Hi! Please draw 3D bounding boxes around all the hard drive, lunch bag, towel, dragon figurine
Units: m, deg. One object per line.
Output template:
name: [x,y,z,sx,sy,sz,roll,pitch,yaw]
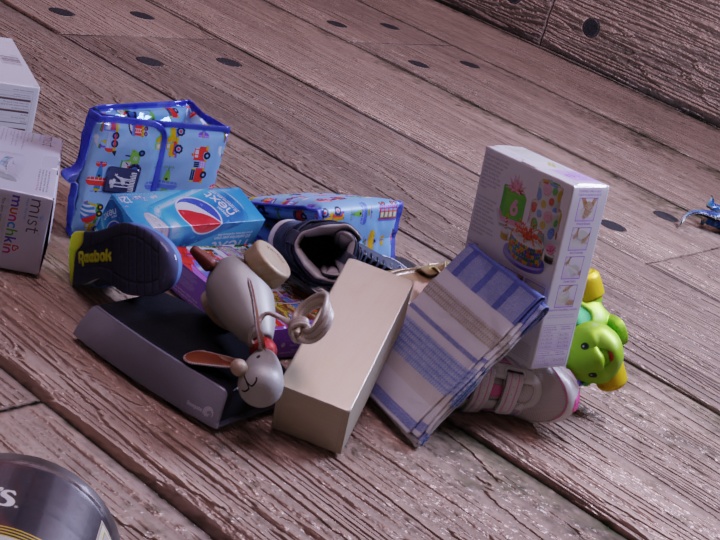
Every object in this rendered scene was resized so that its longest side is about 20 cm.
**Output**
hard drive: [-0.174,0.083,1.403,0.199,0.043,0.134,29,23,28]
lunch bag: [-0.071,-0.065,1.800,0.149,0.095,0.199,-7,22,-44]
towel: [0.088,0.074,1.461,0.147,0.200,0.024,39,-6,48]
lunch bag: [-0.272,-0.120,1.680,0.199,0.152,0.094,-5,30,-46]
dragon figurine: [0.655,-0.085,2.480,0.198,0.059,0.099,2,25,-40]

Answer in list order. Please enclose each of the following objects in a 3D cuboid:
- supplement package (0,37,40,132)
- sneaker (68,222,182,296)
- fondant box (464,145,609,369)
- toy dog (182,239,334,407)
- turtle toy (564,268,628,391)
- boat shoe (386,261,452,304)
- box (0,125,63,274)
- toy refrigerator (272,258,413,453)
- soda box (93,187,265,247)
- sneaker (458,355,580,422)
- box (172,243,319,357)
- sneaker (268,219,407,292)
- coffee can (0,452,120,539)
supplement package: [-0.513,-0.227,1.814,0.154,0.112,0.200,6,24,-27]
sneaker: [-0.233,-0.013,1.478,0.082,0.075,0.199,4,2,-38]
fondant box: [0.176,-0.016,1.496,0.058,0.203,0.144,-2,21,-35]
toy dog: [-0.120,0.037,1.351,0.096,0.133,0.200,33,2,-29]
turtle toy: [0.235,0.078,1.592,0.100,0.147,0.199,-23,13,-24]
boat shoe: [0.095,0.019,1.595,0.198,0.066,0.075,0,61,-40]
box: [-0.426,-0.093,1.564,0.174,0.098,0.200,12,21,-15]
toy refrigerator: [-0.016,0.084,1.409,0.075,0.070,0.201,19,43,8]
soda box: [-0.211,-0.049,1.654,0.199,0.068,0.064,-7,47,-48]
sneaker: [0.137,0.121,1.521,0.198,0.082,0.088,15,20,17]
box: [-0.120,0.031,1.582,0.136,0.040,0.199,-2,29,-44]
sneaker: [-0.001,0.001,1.614,0.200,0.078,0.146,23,-6,-15]
coffee can: [-0.230,0.224,0.851,0.145,0.148,0.200,15,21,-7]
